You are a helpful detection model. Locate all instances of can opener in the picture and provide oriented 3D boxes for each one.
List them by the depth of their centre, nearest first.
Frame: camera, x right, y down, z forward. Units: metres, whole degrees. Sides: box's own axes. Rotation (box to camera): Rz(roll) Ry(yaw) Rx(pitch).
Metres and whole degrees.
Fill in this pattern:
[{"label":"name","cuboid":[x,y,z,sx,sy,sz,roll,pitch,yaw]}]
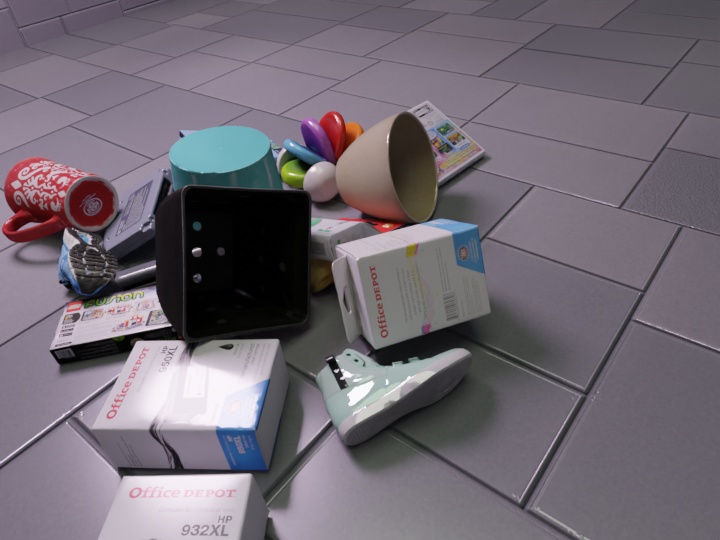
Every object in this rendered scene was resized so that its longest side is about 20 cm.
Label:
[{"label":"can opener","cuboid":[-0.310,0.006,0.922,0.200,0.053,0.067,-19,40,-14]}]

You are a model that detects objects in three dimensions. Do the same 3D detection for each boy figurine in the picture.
[{"label":"boy figurine","cuboid":[0.000,0.000,0.876,0.199,0.065,0.124,-7,38,0]}]

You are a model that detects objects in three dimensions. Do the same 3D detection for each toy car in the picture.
[{"label":"toy car","cuboid":[-0.076,-0.247,1.120,0.200,0.150,0.175,-26,43,-22]}]

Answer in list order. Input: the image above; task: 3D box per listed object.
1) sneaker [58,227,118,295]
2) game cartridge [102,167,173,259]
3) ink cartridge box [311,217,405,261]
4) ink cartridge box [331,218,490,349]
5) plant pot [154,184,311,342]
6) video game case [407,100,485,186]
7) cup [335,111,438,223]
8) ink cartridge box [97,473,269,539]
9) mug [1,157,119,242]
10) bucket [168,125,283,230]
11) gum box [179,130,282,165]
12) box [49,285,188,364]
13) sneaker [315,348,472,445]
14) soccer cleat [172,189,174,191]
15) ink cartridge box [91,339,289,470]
[{"label":"sneaker","cuboid":[-0.477,0.000,0.938,0.078,0.090,0.200,16,14,-36]},{"label":"game cartridge","cuboid":[-0.429,-0.109,1.048,0.133,0.042,0.200,-31,39,20]},{"label":"ink cartridge box","cuboid":[-0.042,-0.076,0.928,0.161,0.050,0.200,9,28,39]},{"label":"ink cartridge box","cuboid":[0.058,0.014,0.765,0.199,0.129,0.125,-14,14,-13]},{"label":"plant pot","cuboid":[-0.206,-0.020,0.804,0.200,0.200,0.177,-5,8,-43]},{"label":"video game case","cuboid":[0.142,-0.268,1.157,0.200,0.024,0.182,-36,74,-31]},{"label":"cup","cuboid":[0.039,-0.178,1.011,0.143,0.201,0.200,-6,35,32]},{"label":"ink cartridge box","cuboid":[-0.180,0.304,0.514,0.145,0.084,0.200,-3,39,5]},{"label":"mug","cuboid":[-0.584,-0.123,1.061,0.200,0.133,0.178,13,86,31]},{"label":"bucket","cuboid":[-0.243,-0.164,0.986,0.207,0.135,0.207,0,40,0]},{"label":"gum box","cuboid":[-0.277,-0.261,1.202,0.200,0.045,0.170,-9,35,-34]},{"label":"box","cuboid":[-0.368,0.078,0.855,0.199,0.035,0.110,-11,39,-5]},{"label":"sneaker","cuboid":[0.039,0.126,0.704,0.200,0.074,0.118,-24,49,-17]},{"label":"soccer cleat","cuboid":[-0.367,-0.162,1.125,0.085,0.069,0.200,-9,44,-9]},{"label":"ink cartridge box","cuboid":[-0.205,0.166,0.686,0.199,0.084,0.145,-2,39,7]}]
